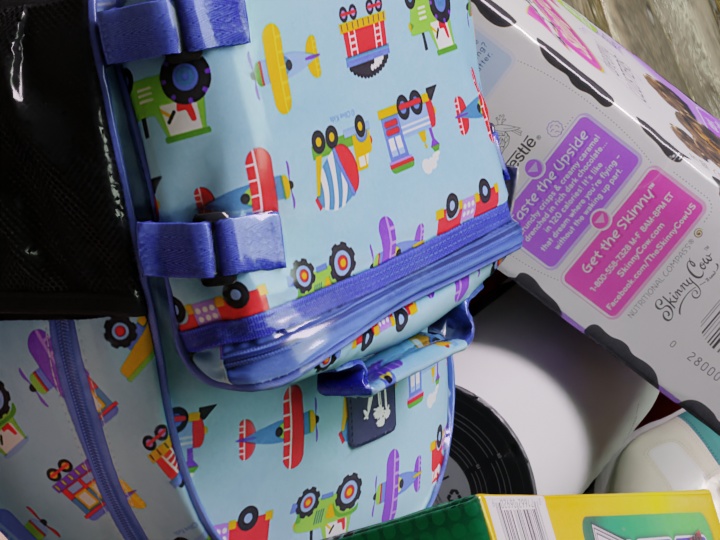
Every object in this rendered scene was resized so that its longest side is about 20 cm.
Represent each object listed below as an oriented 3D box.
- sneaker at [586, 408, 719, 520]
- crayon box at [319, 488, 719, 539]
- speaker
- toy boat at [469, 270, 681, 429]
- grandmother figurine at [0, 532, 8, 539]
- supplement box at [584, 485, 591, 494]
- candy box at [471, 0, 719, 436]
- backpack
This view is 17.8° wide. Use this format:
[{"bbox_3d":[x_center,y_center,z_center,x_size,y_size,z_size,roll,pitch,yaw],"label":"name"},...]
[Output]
[{"bbox_3d":[0.166,0.076,0.923,0.199,0.093,0.071,-29,92,-54],"label":"sneaker"},{"bbox_3d":[0.060,0.125,0.636,0.200,0.058,0.120,11,63,-64],"label":"crayon box"},{"bbox_3d":[0.053,0.053,0.832,0.082,0.081,0.200,69,23,-5],"label":"speaker"},{"bbox_3d":[0.086,0.033,1.011,0.200,0.130,0.132,44,64,-48],"label":"toy boat"},{"bbox_3d":[-0.126,0.050,0.538,0.201,0.060,0.121,56,-1,-29],"label":"grandmother figurine"},{"bbox_3d":[0.130,0.143,1.019,0.200,0.060,0.110,7,63,-71],"label":"supplement box"},{"bbox_3d":[0.079,-0.040,0.829,0.199,0.072,0.168,36,14,-11],"label":"candy box"},{"bbox_3d":[-0.036,0.007,0.656,0.182,0.134,0.202,-16,98,-56],"label":"backpack"}]
